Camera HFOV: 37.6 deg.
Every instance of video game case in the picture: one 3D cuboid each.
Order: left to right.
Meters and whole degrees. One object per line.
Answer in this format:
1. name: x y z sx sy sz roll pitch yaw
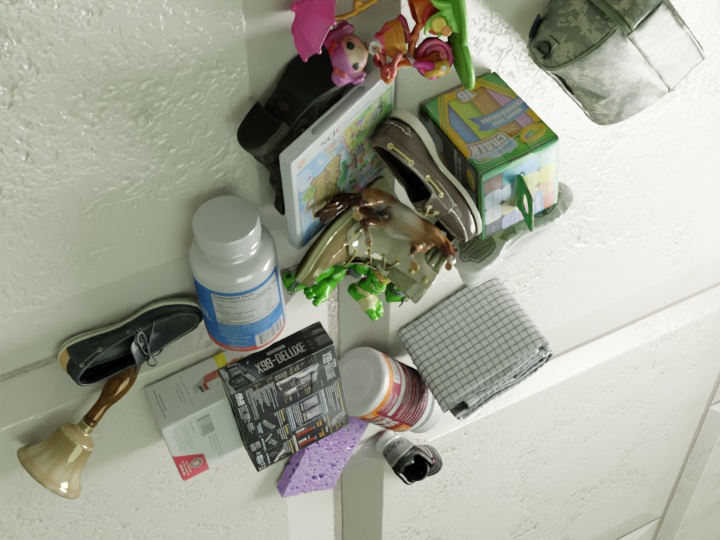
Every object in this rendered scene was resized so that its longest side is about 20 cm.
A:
1. video game case: -0.025 -0.135 1.285 0.182 0.022 0.201 -45 161 -20

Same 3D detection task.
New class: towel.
1. towel: 0.183 0.126 1.690 0.199 0.166 0.086 -34 149 -2

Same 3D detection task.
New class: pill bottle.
1. pill bottle: -0.157 0.004 1.341 0.111 0.113 0.201 -22 140 -16
2. pill bottle: 0.048 0.199 1.708 0.110 0.110 0.199 -45 141 13

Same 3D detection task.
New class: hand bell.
1. hand bell: -0.362 0.197 1.434 0.201 0.104 0.104 -52 142 0

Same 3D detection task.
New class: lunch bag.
1. lunch bag: 0.322 -0.291 1.370 0.168 0.140 0.199 -46 141 12

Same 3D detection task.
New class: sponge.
1. sponge: -0.060 0.305 1.803 0.111 0.030 0.201 -1 131 -37

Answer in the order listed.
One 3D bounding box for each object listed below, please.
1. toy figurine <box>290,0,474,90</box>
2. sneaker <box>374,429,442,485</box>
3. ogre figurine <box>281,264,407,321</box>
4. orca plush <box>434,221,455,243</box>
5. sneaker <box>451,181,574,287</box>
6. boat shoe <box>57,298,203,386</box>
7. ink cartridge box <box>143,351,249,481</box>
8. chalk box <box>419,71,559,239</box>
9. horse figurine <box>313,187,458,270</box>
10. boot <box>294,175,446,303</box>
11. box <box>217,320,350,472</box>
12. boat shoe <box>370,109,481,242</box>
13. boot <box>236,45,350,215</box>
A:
1. toy figurine: 0.016 -0.268 1.167 0.182 0.150 0.202 -18 118 -2
2. sneaker: 0.101 0.353 1.930 0.074 0.088 0.200 -41 143 8
3. ogre figurine: 0.000 0.000 1.476 0.198 0.099 0.120 23 134 -18
4. orca plush: 0.182 -0.087 1.513 0.198 0.106 0.072 -13 120 26
5. sneaker: 0.207 -0.050 1.453 0.199 0.078 0.100 -33 155 -8
6. boat shoe: -0.292 0.096 1.377 0.198 0.062 0.075 -21 139 -20
7. ink cartridge box: -0.196 0.198 1.540 0.198 0.084 0.146 -24 140 -14
8. chalk box: 0.179 -0.138 1.373 0.123 0.201 0.125 -25 143 -14
9. horse figurine: 0.043 -0.054 1.316 0.198 0.133 0.050 26 114 -8
10. boot: 0.020 -0.012 1.373 0.200 0.155 0.072 -47 -175 -35
11. box: -0.102 0.180 1.484 0.156 0.050 0.201 -26 140 -14
12. boat shoe: 0.082 -0.105 1.317 0.060 0.072 0.201 -48 121 -20
13. boot: -0.054 -0.170 1.284 0.200 0.069 0.174 -41 152 0
